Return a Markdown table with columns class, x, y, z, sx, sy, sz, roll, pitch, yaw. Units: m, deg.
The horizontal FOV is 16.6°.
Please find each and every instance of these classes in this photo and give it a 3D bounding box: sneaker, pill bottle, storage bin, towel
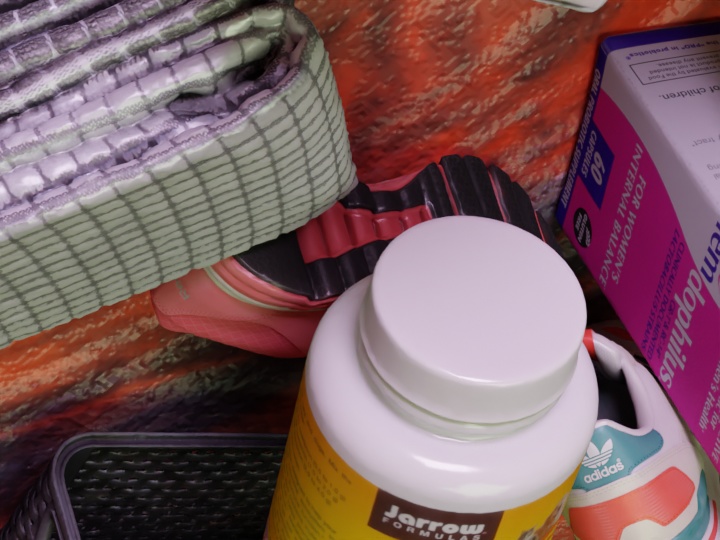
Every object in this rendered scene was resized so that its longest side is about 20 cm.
| class | x | y | z | sx | sy | sz | roll | pitch | yaw |
| --- | --- | --- | --- | --- | --- | --- | --- | --- | --- |
| sneaker | 0.000 | 0.000 | 1.001 | 0.200 | 0.074 | 0.087 | 6 | 152 | -40 |
| pill bottle | 0.026 | 0.073 | 0.932 | 0.109 | 0.109 | 0.200 | -12 | 143 | -21 |
| storage bin | -0.048 | 0.150 | 1.045 | 0.199 | 0.136 | 0.094 | 4 | 142 | -34 |
| sneaker | 0.105 | 0.052 | 1.032 | 0.070 | 0.200 | 0.094 | -22 | 114 | 12 |
| towel | -0.106 | -0.039 | 0.835 | 0.199 | 0.086 | 0.166 | -23 | 168 | -2 |

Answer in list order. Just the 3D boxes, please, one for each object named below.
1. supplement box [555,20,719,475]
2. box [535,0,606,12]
| class | x | y | z | sx | sy | sz | roll | pitch | yaw |
| --- | --- | --- | --- | --- | --- | --- | --- | --- | --- |
| supplement box | 0.171 | 0.000 | 0.985 | 0.103 | 0.200 | 0.101 | -10 | 136 | -22 |
| box | 0.019 | -0.188 | 0.700 | 0.109 | 0.200 | 0.128 | 10 | 126 | -37 |
